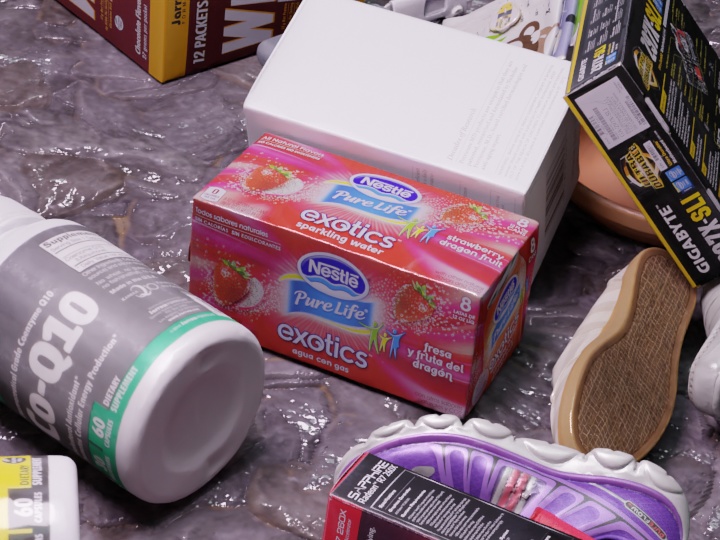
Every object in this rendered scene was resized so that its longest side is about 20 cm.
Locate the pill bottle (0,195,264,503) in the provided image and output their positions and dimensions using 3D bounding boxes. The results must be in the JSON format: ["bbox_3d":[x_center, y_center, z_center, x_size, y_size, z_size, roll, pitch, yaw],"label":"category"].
[{"bbox_3d":[-0.161,0.040,1.226,0.199,0.114,0.113,29,41,31],"label":"pill bottle"}]

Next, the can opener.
[{"bbox_3d":[0.015,-0.168,1.602,0.199,0.054,0.067,-24,44,-34],"label":"can opener"}]

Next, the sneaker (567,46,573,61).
[{"bbox_3d":[0.176,-0.197,1.597,0.080,0.084,0.200,-9,13,-11],"label":"sneaker"}]

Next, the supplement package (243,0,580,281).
[{"bbox_3d":[0.037,-0.085,1.406,0.199,0.117,0.118,18,57,15],"label":"supplement package"}]

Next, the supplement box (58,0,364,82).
[{"bbox_3d":[-0.127,-0.271,1.657,0.199,0.134,0.197,-22,43,-34],"label":"supplement box"}]

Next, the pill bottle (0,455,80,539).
[{"bbox_3d":[-0.240,0.151,1.059,0.198,0.112,0.112,-2,35,-10],"label":"pill bottle"}]

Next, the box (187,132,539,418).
[{"bbox_3d":[0.000,0.000,1.322,0.199,0.096,0.100,19,36,19],"label":"box"}]

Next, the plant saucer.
[{"bbox_3d":[0.225,-0.073,1.511,0.198,0.038,0.201,4,35,-3],"label":"plant saucer"}]

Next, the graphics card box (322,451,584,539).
[{"bbox_3d":[0.071,0.184,1.043,0.199,0.126,0.051,20,30,19],"label":"graphics card box"}]

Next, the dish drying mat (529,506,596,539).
[{"bbox_3d":[0.155,0.202,1.087,0.199,0.018,0.077,32,57,16],"label":"dish drying mat"}]

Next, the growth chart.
[{"bbox_3d":[0.098,-0.158,1.513,0.199,0.018,0.145,-25,39,28],"label":"growth chart"}]

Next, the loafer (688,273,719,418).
[{"bbox_3d":[0.244,0.034,1.340,0.069,0.070,0.200,17,28,24],"label":"loafer"}]

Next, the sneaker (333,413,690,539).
[{"bbox_3d":[0.080,0.136,1.163,0.198,0.081,0.084,7,50,11],"label":"sneaker"}]

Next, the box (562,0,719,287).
[{"bbox_3d":[0.201,-0.106,1.387,0.049,0.160,0.200,-30,21,26],"label":"box"}]

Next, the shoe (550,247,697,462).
[{"bbox_3d":[0.157,0.064,1.302,0.070,0.053,0.200,41,42,-7],"label":"shoe"}]
